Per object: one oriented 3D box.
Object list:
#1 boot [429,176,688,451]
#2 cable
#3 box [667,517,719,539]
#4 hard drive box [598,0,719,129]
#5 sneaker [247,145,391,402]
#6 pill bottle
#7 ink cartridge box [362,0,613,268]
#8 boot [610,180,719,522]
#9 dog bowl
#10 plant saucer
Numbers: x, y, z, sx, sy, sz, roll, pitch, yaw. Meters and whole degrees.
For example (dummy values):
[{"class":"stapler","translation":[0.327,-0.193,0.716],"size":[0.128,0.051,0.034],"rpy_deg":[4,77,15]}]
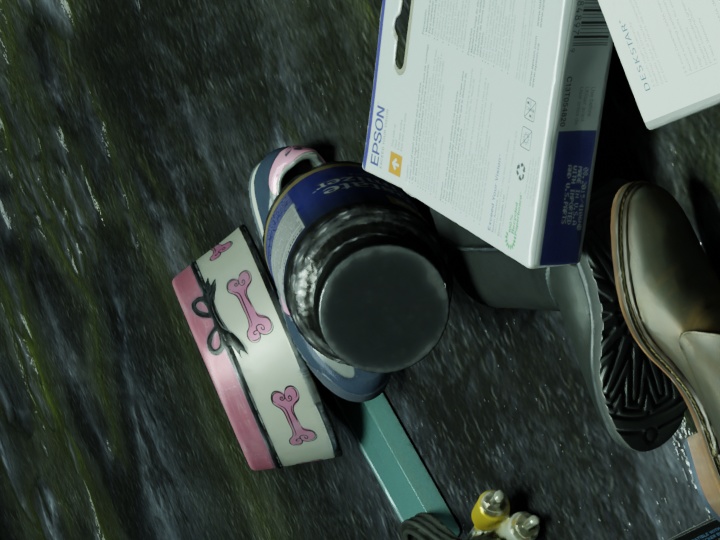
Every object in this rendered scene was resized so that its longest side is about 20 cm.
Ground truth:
[{"class":"boot","translation":[0.117,0.019,1.498],"size":[0.200,0.066,0.165],"rpy_deg":[6,107,63]},{"class":"cable","translation":[0.092,0.206,1.781],"size":[0.097,0.050,0.200],"rpy_deg":[56,164,-3]},{"class":"box","translation":[0.243,0.252,1.426],"size":[0.200,0.060,0.117],"rpy_deg":[55,155,31]},{"class":"hard drive box","translation":[0.182,-0.166,1.158],"size":[0.200,0.077,0.156],"rpy_deg":[-18,93,68]},{"class":"sneaker","translation":[-0.026,0.002,1.818],"size":[0.200,0.070,0.082],"rpy_deg":[66,160,3]},{"class":"pill bottle","translation":[0.000,0.000,1.630],"size":[0.200,0.112,0.112],"rpy_deg":[-123,17,-73]},{"class":"ink cartridge box","translation":[0.075,-0.124,1.429],"size":[0.200,0.041,0.200],"rpy_deg":[34,122,55]},{"class":"boot","translation":[0.208,0.035,1.324],"size":[0.097,0.075,0.200],"rpy_deg":[-23,89,51]},{"class":"dog bowl","translation":[-0.085,0.069,1.941],"size":[0.200,0.074,0.201],"rpy_deg":[156,90,-86]},{"class":"plant saucer","translation":[0.017,0.134,1.911],"size":[0.200,0.019,0.070],"rpy_deg":[61,157,21]}]
